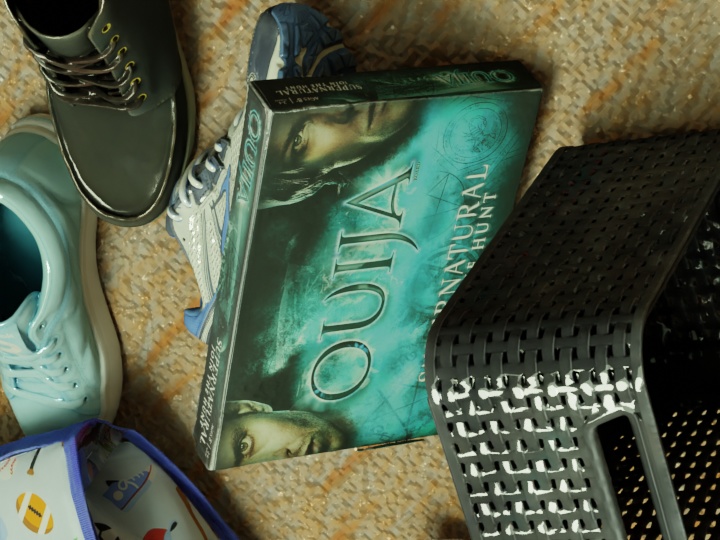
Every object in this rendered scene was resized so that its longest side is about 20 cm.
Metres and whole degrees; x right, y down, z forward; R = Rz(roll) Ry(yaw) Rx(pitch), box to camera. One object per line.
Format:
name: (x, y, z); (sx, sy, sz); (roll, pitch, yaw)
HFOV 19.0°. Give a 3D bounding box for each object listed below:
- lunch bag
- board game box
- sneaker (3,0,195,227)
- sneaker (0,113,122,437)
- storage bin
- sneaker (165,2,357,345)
lunch bag: (-0.153, 0.182, 1.157); (0.169, 0.124, 0.200); (-21, 111, 33)
board game box: (0.000, 0.000, 0.985); (0.028, 0.135, 0.201); (55, 143, 45)
sneaker: (-0.127, -0.095, 0.989); (0.074, 0.106, 0.201); (3, 120, 11)
sneaker: (-0.175, 0.024, 1.104); (0.074, 0.082, 0.201); (9, 121, 22)
storage bin: (0.114, 0.039, 0.898); (0.093, 0.200, 0.136); (-6, 116, 27)
sneaker: (-0.055, -0.036, 1.019); (0.085, 0.077, 0.201); (20, 123, 22)
